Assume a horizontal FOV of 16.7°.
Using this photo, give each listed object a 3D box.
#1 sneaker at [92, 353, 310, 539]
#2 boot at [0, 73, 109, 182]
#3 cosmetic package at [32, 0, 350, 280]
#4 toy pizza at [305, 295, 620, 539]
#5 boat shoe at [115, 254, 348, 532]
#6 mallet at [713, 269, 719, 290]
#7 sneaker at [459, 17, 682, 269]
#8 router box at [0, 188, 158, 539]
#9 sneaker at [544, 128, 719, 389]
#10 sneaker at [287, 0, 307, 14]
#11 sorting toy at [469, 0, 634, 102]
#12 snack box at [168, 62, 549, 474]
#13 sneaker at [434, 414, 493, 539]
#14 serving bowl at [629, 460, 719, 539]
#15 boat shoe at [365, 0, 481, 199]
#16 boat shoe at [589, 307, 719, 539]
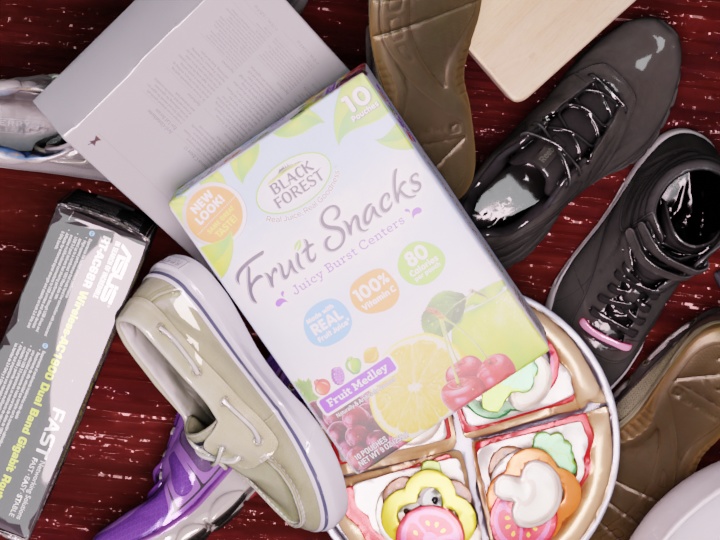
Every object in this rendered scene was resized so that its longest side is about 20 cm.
[{"bbox_3d":[-0.099,0.117,1.566,0.200,0.081,0.083,-43,83,-9],"label":"sneaker"},{"bbox_3d":[-0.165,-0.085,1.520,0.199,0.096,0.074,-1,96,-4],"label":"boot"},{"bbox_3d":[-0.081,-0.092,1.493,0.151,0.052,0.200,-45,136,-1],"label":"cosmetic package"},{"bbox_3d":[0.063,0.108,1.518,0.199,0.032,0.201,0,90,-1],"label":"toy pizza"},{"bbox_3d":[-0.080,0.085,1.468,0.062,0.072,0.200,-44,110,-29],"label":"boat shoe"},{"bbox_3d":[0.328,-0.027,1.591,0.200,0.041,0.066,-34,93,4],"label":"mallet"},{"bbox_3d":[0.131,-0.079,1.541,0.076,0.091,0.200,40,90,6],"label":"sneaker"},{"bbox_3d":[-0.190,0.054,1.505,0.062,0.150,0.201,22,93,-5],"label":"router box"},{"bbox_3d":[0.174,0.004,1.550,0.070,0.099,0.201,28,94,-7],"label":"sneaker"},{"bbox_3d":[-0.107,-0.220,1.524,0.200,0.071,0.098,43,92,-9],"label":"sneaker"},{"bbox_3d":[0.104,-0.245,1.536,0.200,0.070,0.199,-42,97,0],"label":"sorting toy"},{"bbox_3d":[0.000,0.000,1.455,0.142,0.053,0.200,-33,99,7],"label":"snack box"},{"bbox_3d":[0.052,0.106,1.571,0.090,0.075,0.201,-14,90,4],"label":"sneaker"},{"bbox_3d":[0.241,0.196,1.570,0.199,0.066,0.201,-11,120,-20],"label":"serving bowl"},{"bbox_3d":[0.033,-0.138,1.482,0.071,0.066,0.202,-10,117,-14],"label":"boat shoe"},{"bbox_3d":[0.187,0.108,1.579,0.073,0.065,0.200,39,111,-8],"label":"boat shoe"}]
